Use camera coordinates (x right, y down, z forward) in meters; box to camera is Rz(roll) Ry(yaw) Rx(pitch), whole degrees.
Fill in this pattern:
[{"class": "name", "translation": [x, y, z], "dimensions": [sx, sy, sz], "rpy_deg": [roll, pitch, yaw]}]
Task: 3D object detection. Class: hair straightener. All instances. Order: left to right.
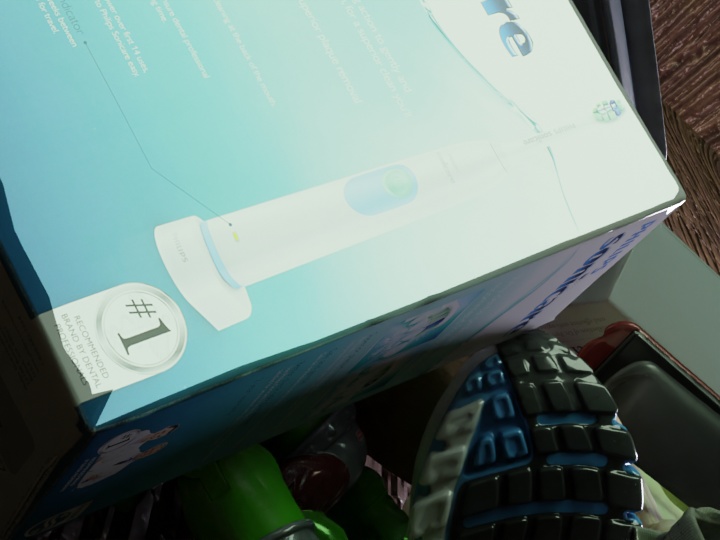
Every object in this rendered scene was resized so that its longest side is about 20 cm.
[{"class": "hair straightener", "translation": [0.156, 0.103, 0.832], "dimensions": [0.200, 0.041, 0.077], "rpy_deg": [45, 13, -17]}]

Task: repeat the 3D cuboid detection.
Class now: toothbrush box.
[{"class": "toothbrush box", "translation": [-0.034, -0.036, 0.614], "dimensions": [0.199, 0.085, 0.147], "rpy_deg": [-22, 76, -33]}]

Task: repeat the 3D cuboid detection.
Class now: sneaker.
[{"class": "sneaker", "translation": [0.046, 0.107, 0.729], "dimensions": [0.074, 0.201, 0.087], "rpy_deg": [-3, 22, -6]}]

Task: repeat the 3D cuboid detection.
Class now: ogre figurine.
[{"class": "ogre figurine", "translation": [-0.032, 0.061, 0.743], "dimensions": [0.120, 0.098, 0.200], "rpy_deg": [56, 25, -3]}]

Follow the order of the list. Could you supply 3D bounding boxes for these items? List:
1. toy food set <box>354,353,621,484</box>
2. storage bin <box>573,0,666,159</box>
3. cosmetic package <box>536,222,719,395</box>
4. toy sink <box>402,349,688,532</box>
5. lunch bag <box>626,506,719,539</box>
[{"class": "toy food set", "translation": [0.000, 0.000, 0.780], "dimensions": [0.200, 0.049, 0.199], "rpy_deg": [27, -28, 52]}, {"class": "storage bin", "translation": [0.017, -0.082, 0.871], "dimensions": [0.145, 0.134, 0.201], "rpy_deg": [19, -41, 32]}, {"class": "cosmetic package", "translation": [0.102, 0.046, 1.011], "dimensions": [0.151, 0.052, 0.200], "rpy_deg": [37, -25, -25]}, {"class": "toy sink", "translation": [0.113, 0.144, 0.882], "dimensions": [0.130, 0.112, 0.200], "rpy_deg": [38, 17, -25]}, {"class": "lunch bag", "translation": [0.098, 0.186, 0.621], "dimensions": [0.117, 0.164, 0.200], "rpy_deg": [17, 32, -51]}]
